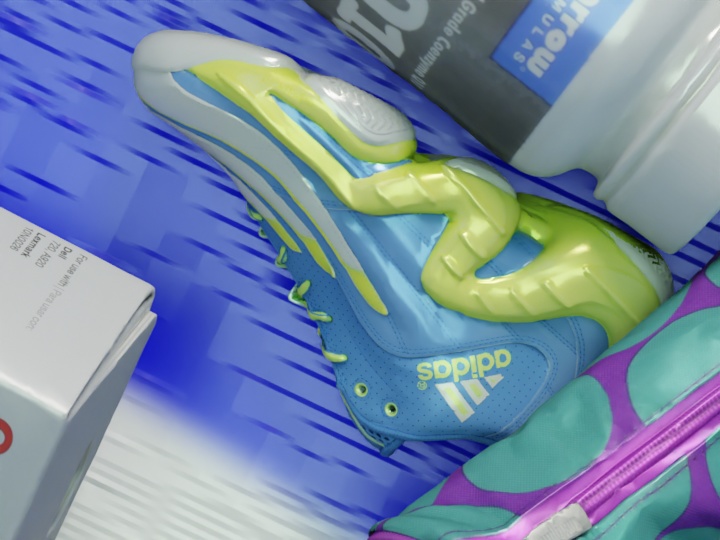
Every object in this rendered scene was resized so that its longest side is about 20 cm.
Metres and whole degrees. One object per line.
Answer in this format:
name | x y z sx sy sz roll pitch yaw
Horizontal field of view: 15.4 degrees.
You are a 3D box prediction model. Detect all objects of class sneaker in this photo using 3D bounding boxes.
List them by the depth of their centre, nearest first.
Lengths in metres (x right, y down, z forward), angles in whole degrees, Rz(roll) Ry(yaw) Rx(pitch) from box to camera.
sneaker | 0.000 0.000 0.884 0.200 0.076 0.105 27 90 1

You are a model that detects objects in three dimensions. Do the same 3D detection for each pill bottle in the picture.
pill bottle | 0.052 -0.103 0.865 0.200 0.114 0.114 38 90 2

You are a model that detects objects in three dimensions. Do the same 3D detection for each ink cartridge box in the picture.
ink cartridge box | -0.186 0.033 0.854 0.200 0.084 0.145 28 122 1

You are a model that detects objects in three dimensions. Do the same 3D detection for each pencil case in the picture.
pencil case | 0.102 0.054 0.838 0.200 0.092 0.085 -39 79 -12
